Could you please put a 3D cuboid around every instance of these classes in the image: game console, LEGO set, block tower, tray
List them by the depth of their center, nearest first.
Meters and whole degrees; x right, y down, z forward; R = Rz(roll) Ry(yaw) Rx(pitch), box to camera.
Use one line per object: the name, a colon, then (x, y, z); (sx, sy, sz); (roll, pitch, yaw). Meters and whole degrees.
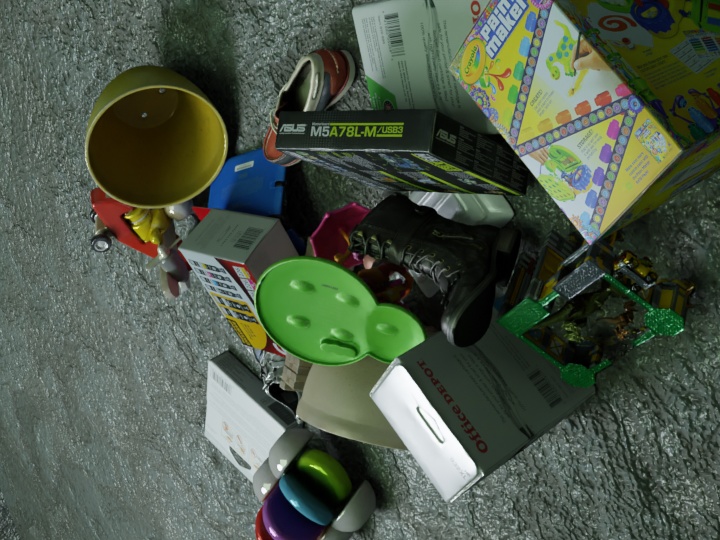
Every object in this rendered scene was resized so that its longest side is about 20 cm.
LEGO set: (0.234, 0.012, 0.999); (0.152, 0.117, 0.201); (29, 142, -3)
tray: (0.092, -0.053, 1.174); (0.108, 0.022, 0.200); (55, 142, 12)
block tower: (-0.055, 0.062, 1.317); (0.058, 0.053, 0.203); (-158, 79, -66)
game console: (-0.124, -0.072, 1.427); (0.199, 0.117, 0.173); (-7, 73, 51)

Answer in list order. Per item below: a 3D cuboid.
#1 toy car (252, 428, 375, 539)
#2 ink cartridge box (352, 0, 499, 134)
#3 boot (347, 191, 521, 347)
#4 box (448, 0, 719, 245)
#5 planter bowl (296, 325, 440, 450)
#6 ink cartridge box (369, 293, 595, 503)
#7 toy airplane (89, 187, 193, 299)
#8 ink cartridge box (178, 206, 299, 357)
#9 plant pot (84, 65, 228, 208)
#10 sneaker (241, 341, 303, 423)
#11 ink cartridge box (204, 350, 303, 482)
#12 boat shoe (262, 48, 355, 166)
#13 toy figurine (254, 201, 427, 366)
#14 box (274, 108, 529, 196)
toy car: (-0.089, 0.347, 1.482); (0.175, 0.150, 0.201); (40, 138, 6)
ink cartridge box: (0.096, -0.216, 1.030); (0.199, 0.082, 0.149); (7, 114, 49)
boot: (0.065, -0.007, 1.060); (0.172, 0.200, 0.070); (17, 127, 17)
box: (0.217, -0.159, 0.821); (0.194, 0.199, 0.122); (54, 142, 15)
planter bowl: (0.031, 0.127, 1.230); (0.199, 0.199, 0.137); (14, 92, 45)
ink cartridge box: (0.131, 0.130, 1.080); (0.146, 0.199, 0.084); (52, 140, 15)
toy airplane: (-0.297, -0.062, 1.533); (0.141, 0.199, 0.201); (-38, 88, 23)
ink cartridge box: (-0.153, 0.017, 1.382); (0.174, 0.084, 0.201); (12, 143, 39)
plant pot: (-0.301, -0.212, 1.447); (0.143, 0.197, 0.202); (-115, 28, -46)
sneaker: (-0.119, 0.144, 1.484); (0.199, 0.081, 0.075); (39, 136, 30)
ink cartridge box: (-0.178, 0.257, 1.649); (0.199, 0.043, 0.175); (37, 135, 31)
boat shoe: (-0.079, -0.199, 1.251); (0.200, 0.062, 0.072); (-46, 67, 45)
toy figurine: (0.000, 0.000, 1.165); (0.197, 0.185, 0.152); (15, 130, 8)
box: (0.046, -0.118, 1.031); (0.191, 0.199, 0.048); (3, 83, 37)
